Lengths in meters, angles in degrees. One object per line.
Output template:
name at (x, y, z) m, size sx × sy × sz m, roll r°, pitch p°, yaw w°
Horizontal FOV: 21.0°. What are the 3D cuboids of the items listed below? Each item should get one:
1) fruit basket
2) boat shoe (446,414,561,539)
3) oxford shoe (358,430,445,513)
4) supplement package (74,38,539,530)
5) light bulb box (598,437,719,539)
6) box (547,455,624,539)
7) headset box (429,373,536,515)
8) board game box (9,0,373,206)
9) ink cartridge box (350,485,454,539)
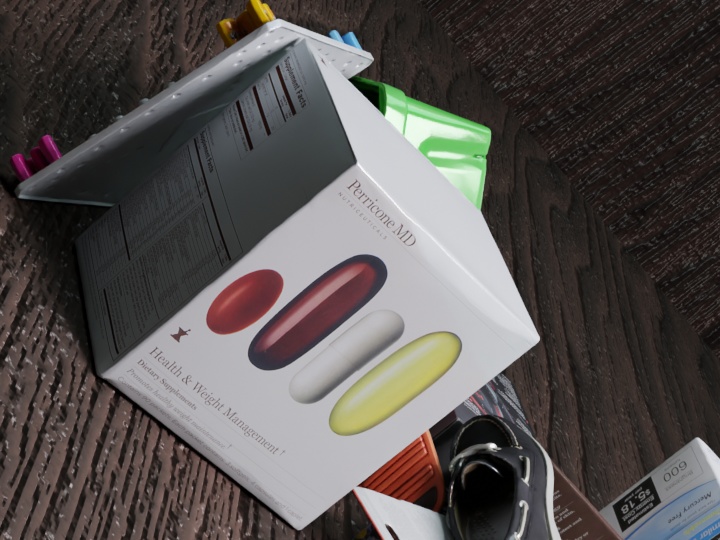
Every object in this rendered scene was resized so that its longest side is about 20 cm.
fruit basket at (-0.032, -0.064, 1.373) m, size 0.213 × 0.157 × 0.216 m, roll 8°, pitch 8°, yaw -1°
boat shoe at (0.088, 0.152, 1.316) m, size 0.060 × 0.074 × 0.201 m, roll 48°, pitch 19°, yaw -27°
oxford shoe at (0.009, 0.100, 1.396) m, size 0.201 × 0.071 × 0.072 m, roll 58°, pitch 10°, yaw 28°
supplement package at (-0.035, 0.012, 1.195) m, size 0.191 × 0.200 × 0.148 m, roll 41°, pitch 16°, yaw -34°
light bulb box at (0.230, 0.268, 1.412) m, size 0.125 × 0.198 × 0.200 m, roll 44°, pitch 14°, yaw -25°
box at (0.143, 0.206, 1.357) m, size 0.101 × 0.075 × 0.200 m, roll 61°, pitch -4°, yaw -25°
headset box at (0.076, 0.130, 1.525) m, size 0.149 × 0.075 × 0.201 m, roll 43°, pitch 16°, yaw -32°
board game box at (-0.106, -0.104, 1.251) m, size 0.026 × 0.199 × 0.200 m, roll 61°, pitch 15°, yaw 8°
ink cartridge box at (0.049, 0.212, 1.275) m, size 0.109 × 0.050 × 0.200 m, roll 57°, pitch 15°, yaw 29°
